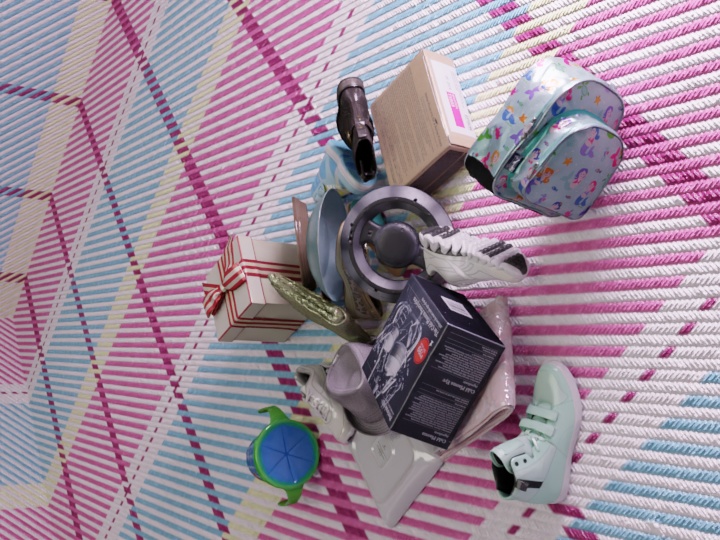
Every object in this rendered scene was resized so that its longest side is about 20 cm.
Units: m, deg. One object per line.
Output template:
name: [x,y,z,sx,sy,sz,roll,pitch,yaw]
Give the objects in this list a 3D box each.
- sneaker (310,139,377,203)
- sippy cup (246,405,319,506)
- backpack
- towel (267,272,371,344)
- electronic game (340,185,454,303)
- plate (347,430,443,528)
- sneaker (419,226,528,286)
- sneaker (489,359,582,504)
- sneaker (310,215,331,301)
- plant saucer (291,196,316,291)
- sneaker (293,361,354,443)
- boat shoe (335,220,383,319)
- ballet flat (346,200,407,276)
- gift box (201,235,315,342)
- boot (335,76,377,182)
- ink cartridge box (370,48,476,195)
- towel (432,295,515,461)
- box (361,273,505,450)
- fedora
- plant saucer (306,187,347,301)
sneaker: [-0.035,-0.158,1.645,0.131,0.079,0.200,-66,24,22]
sippy cup: [-0.169,0.375,1.736,0.130,0.139,0.178,-30,36,60]
backpack: [0.261,-0.176,1.154,0.151,0.177,0.200,44,110,44]
towel: [-0.078,0.077,1.600,0.200,0.148,0.037,27,78,32]
electronic game: [0.063,-0.043,1.445,0.199,0.042,0.201,2,97,15]
plate: [0.048,0.316,1.509,0.200,0.032,0.200,-59,42,31]
sneaker: [0.176,-0.010,1.328,0.200,0.075,0.081,21,119,45]
sneaker: [0.237,0.222,1.180,0.074,0.118,0.201,-2,83,56]
sneaker: [-0.069,-0.032,1.693,0.085,0.077,0.201,128,140,-57]
plant saucer: [-0.110,-0.048,1.694,0.200,0.029,0.201,172,90,-87]
sneaker: [-0.069,0.251,1.631,0.075,0.081,0.200,-63,35,24]
boat shoe: [0.000,0.000,1.539,0.063,0.073,0.200,4,127,20]
ballet flat: [0.026,-0.057,1.566,0.200,0.068,0.063,51,140,46]
gift box: [-0.225,0.036,1.803,0.185,0.186,0.200,-50,49,38]
boot: [-0.003,-0.228,1.540,0.200,0.069,0.174,75,-177,-57]
ink cartridge box: [0.106,-0.245,1.467,0.165,0.075,0.200,-39,54,44]
towel: [0.168,0.163,1.303,0.191,0.032,0.200,-48,28,42]
box: [0.103,0.133,1.300,0.182,0.104,0.200,-64,20,13]
fedora: [0.004,0.189,1.499,0.177,0.090,0.200,-61,29,5]
plant saucer: [-0.062,-0.045,1.520,0.039,0.201,0.202,-1,83,15]
